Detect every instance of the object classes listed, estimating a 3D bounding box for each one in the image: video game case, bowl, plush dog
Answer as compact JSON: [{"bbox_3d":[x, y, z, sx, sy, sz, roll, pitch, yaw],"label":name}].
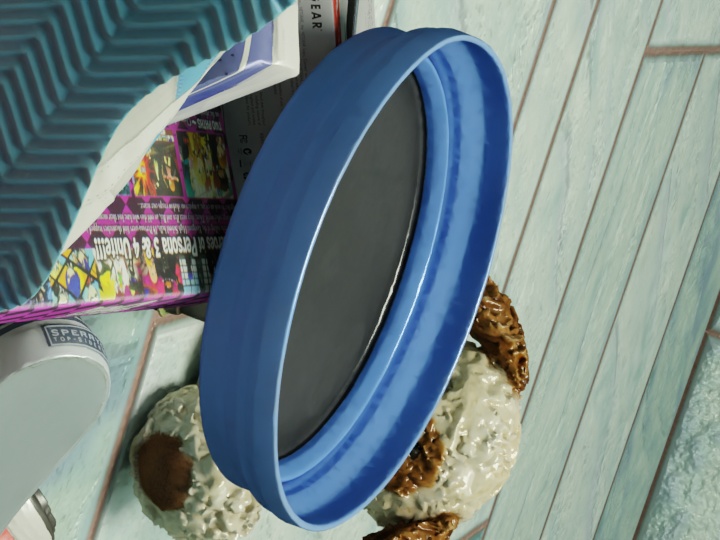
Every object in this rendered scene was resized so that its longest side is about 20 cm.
[{"bbox_3d":[-0.103,-0.075,0.725,0.200,0.036,0.182,-5,83,-71],"label":"video game case"},{"bbox_3d":[0.000,0.000,0.838,0.201,0.039,0.201,-50,151,-42],"label":"bowl"},{"bbox_3d":[-0.001,0.074,1.118,0.201,0.171,0.161,-66,163,-11],"label":"plush dog"}]

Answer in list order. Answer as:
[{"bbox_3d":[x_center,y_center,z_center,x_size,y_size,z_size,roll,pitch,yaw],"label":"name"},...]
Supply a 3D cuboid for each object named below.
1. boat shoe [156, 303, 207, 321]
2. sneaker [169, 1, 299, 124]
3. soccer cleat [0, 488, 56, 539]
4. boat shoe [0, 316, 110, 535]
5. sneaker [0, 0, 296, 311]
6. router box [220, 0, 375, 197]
[{"bbox_3d":[-0.077,-0.034,0.944,0.202,0.060,0.072,82,10,-58],"label":"boat shoe"},{"bbox_3d":[-0.093,-0.142,0.642,0.115,0.080,0.200,19,52,-64],"label":"sneaker"},{"bbox_3d":[-0.162,0.132,0.908,0.073,0.068,0.200,-34,158,-16],"label":"soccer cleat"},{"bbox_3d":[-0.172,0.069,0.781,0.200,0.091,0.071,-46,141,15],"label":"boat shoe"},{"bbox_3d":[-0.061,-0.079,0.553,0.200,0.076,0.081,-45,-164,33],"label":"sneaker"},{"bbox_3d":[-0.025,-0.110,0.902,0.201,0.049,0.180,86,6,-46],"label":"router box"}]
